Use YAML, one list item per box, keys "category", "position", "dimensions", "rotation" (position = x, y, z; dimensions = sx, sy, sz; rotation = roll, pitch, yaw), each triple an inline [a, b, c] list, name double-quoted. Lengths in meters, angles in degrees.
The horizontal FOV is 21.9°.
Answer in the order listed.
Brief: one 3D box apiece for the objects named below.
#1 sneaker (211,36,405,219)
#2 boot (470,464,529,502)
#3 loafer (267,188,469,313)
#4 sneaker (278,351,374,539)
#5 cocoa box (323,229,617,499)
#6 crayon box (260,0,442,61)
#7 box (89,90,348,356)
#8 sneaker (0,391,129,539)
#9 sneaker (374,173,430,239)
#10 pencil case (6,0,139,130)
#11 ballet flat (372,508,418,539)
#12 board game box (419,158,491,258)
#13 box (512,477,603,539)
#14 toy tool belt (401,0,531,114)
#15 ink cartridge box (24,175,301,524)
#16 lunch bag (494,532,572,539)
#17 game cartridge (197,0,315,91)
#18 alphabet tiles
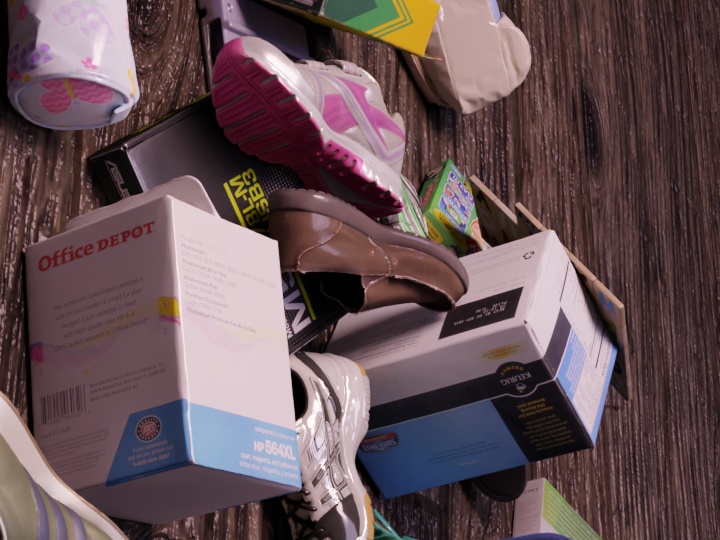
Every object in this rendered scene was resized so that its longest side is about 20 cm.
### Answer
- category: "sneaker"
  position: [-0.036, -0.119, 1.381]
  dimensions: [0.200, 0.081, 0.089]
  rotation: [41, 51, -43]
- category: "boot"
  position: [0.132, 0.108, 1.726]
  dimensions: [0.189, 0.068, 0.200]
  rotation: [62, 23, 7]
- category: "loafer"
  position: [0.000, 0.000, 1.400]
  dimensions: [0.199, 0.073, 0.071]
  rotation: [23, 75, -39]
- category: "sneaker"
  position: [-0.044, 0.156, 1.392]
  dimensions: [0.087, 0.076, 0.201]
  rotation: [17, 57, -36]
- category: "cocoa box"
  position: [0.087, 0.078, 1.505]
  dimensions: [0.132, 0.199, 0.134]
  rotation: [58, 31, -25]
- category: "crayon box"
  position: [-0.022, -0.230, 1.557]
  dimensions: [0.200, 0.127, 0.051]
  rotation: [11, 99, -59]
- category: "box"
  position: [-0.087, -0.034, 1.387]
  dimensions: [0.193, 0.047, 0.201]
  rotation: [-35, 106, -49]
- category: "sneaker"
  position: [-0.206, 0.163, 1.105]
  dimensions: [0.201, 0.067, 0.090]
  rotation: [56, 41, -27]
- category: "sneaker"
  position: [0.037, -0.028, 1.601]
  dimensions: [0.201, 0.078, 0.085]
  rotation: [66, 29, -11]
- category: "pencil case"
  position: [-0.198, -0.197, 1.280]
  dimensions: [0.090, 0.083, 0.201]
  rotation: [13, 63, -33]
- category: "ballet flat"
  position: [0.017, 0.227, 1.402]
  dimensions: [0.067, 0.070, 0.200]
  rotation: [54, -12, -11]
- category: "board game box"
  position: [0.123, 0.003, 1.716]
  dimensions: [0.200, 0.029, 0.135]
  rotation: [51, 22, -12]
- category: "box"
  position: [0.185, 0.313, 1.721]
  dimensions: [0.144, 0.036, 0.201]
  rotation: [47, 39, -38]
- category: "toy tool belt"
  position: [0.086, -0.254, 1.793]
  dimensions: [0.123, 0.124, 0.201]
  rotation: [-120, -170, -78]
- category: "ink cartridge box"
  position: [-0.130, 0.051, 1.220]
  dimensions: [0.125, 0.128, 0.201]
  rotation: [23, 56, -54]
- category: "lunch bag"
  position: [0.131, 0.331, 1.515]
  dimensions: [0.132, 0.135, 0.201]
  rotation: [-45, 115, -57]
- category: "game cartridge"
  position: [-0.073, -0.120, 1.509]
  dimensions: [0.129, 0.038, 0.201]
  rotation: [13, 64, -53]
- category: "alphabet tiles"
  position: [0.161, 0.007, 1.589]
  dimensions: [0.200, 0.008, 0.167]
  rotation: [47, -13, 30]
